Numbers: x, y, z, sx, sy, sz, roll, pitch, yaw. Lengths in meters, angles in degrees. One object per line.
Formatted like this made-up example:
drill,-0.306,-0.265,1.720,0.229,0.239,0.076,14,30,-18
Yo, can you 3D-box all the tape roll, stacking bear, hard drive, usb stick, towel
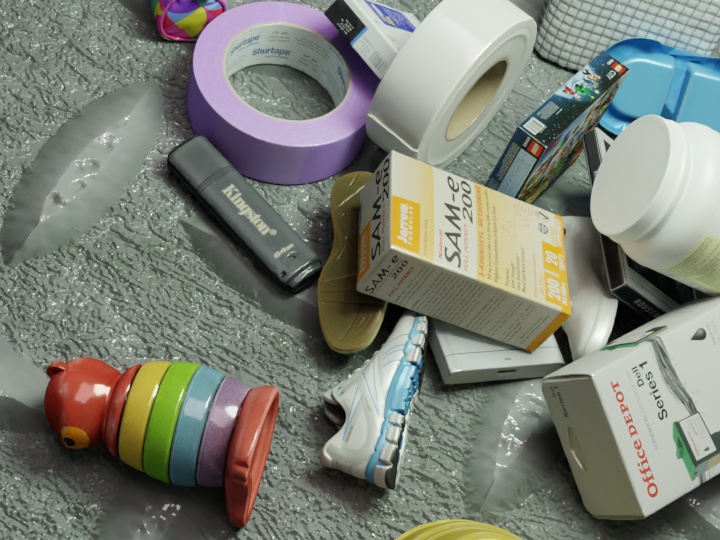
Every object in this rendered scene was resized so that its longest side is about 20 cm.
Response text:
tape roll,-0.082,-0.188,1.628,0.198,0.066,0.201,8,53,-11
stacking bear,-0.180,0.131,1.349,0.198,0.122,0.114,14,54,4
hard drive,0.112,0.018,1.547,0.131,0.027,0.201,-3,55,-26
usb stick,-0.117,-0.058,1.544,0.055,0.033,0.200,-32,69,-31
towel,0.312,-0.299,1.753,0.198,0.166,0.086,15,46,-4
tape roll,0.094,-0.194,1.595,0.071,0.203,0.202,39,55,13

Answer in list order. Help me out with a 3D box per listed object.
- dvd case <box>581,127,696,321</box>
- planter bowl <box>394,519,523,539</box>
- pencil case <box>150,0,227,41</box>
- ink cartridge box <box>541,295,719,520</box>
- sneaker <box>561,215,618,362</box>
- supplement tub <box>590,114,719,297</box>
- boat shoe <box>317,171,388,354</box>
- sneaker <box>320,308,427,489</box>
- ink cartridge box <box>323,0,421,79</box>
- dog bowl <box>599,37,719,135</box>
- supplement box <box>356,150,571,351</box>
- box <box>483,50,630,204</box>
dvd case,0.291,-0.034,1.593,0.150,0.025,0.201,31,42,-39
planter bowl,0.105,0.286,1.324,0.199,0.084,0.202,7,53,-10
pencil case,-0.198,-0.343,1.696,0.088,0.089,0.201,-6,56,-19
ink cartridge box,0.287,0.128,1.453,0.199,0.084,0.147,-25,95,-29
sneaker,0.212,0.020,1.557,0.088,0.076,0.201,15,42,-2
supplement tub,0.337,-0.055,1.493,0.199,0.145,0.146,23,50,-22
boat shoe,-0.002,0.000,1.521,0.073,0.063,0.202,-6,56,7
sneaker,0.011,0.108,1.439,0.086,0.075,0.201,9,45,11
ink cartridge box,0.040,-0.243,1.671,0.100,0.039,0.200,50,19,15
dog bowl,0.347,-0.198,1.727,0.198,0.112,0.050,14,19,-5
supplement box,0.099,-0.018,1.483,0.199,0.074,0.127,19,47,-21
box,0.194,-0.130,1.594,0.038,0.137,0.200,37,44,11
